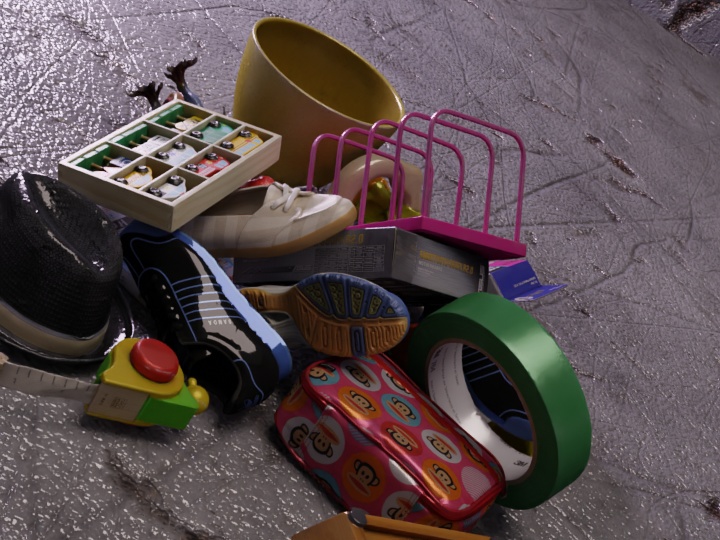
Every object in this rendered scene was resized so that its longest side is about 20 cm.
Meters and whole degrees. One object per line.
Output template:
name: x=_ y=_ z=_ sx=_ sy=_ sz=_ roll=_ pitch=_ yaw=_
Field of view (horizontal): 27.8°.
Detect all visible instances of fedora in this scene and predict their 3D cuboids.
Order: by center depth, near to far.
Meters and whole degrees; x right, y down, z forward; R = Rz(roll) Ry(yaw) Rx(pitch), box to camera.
fedora: x=-0.264 y=-0.015 z=1.236 sx=0.199 sy=0.092 sz=0.201 roll=28 pitch=27 yaw=-16

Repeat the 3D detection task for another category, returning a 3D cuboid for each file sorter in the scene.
file sorter: x=0.051 y=-0.079 z=1.446 sx=0.138 sy=0.199 sz=0.127 roll=14 pitch=78 yaw=-38

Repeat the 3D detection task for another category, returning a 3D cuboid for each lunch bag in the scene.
lunch bag: x=0.034 y=0.160 z=1.319 sx=0.200 sy=0.082 sz=0.176 roll=42 pitch=23 yaw=16

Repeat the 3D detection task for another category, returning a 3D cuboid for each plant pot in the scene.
plant pot: x=-0.068 y=-0.171 z=1.664 sx=0.199 sy=0.143 sz=0.201 roll=27 pitch=27 yaw=-15

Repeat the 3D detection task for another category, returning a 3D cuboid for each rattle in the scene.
rattle: x=-0.037 y=-0.082 z=1.623 sx=0.198 sy=0.131 sz=0.143 roll=-12 pitch=43 yaw=-31

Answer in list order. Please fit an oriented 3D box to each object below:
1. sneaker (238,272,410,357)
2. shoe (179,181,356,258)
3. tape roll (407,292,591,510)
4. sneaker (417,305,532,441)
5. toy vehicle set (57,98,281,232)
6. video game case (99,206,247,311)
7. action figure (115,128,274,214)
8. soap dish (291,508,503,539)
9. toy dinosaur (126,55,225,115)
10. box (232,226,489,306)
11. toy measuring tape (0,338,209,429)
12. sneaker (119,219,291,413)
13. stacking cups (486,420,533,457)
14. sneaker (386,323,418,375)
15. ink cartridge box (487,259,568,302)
sneaker: x=-0.037 y=0.038 z=1.342 sx=0.198 sy=0.076 sz=0.088 roll=1 pitch=3 yaw=28
shoe: x=-0.101 y=-0.048 z=1.346 sx=0.070 sy=0.198 sz=0.054 roll=-69 pitch=147 yaw=-59
tape roll: x=0.126 y=0.121 z=1.347 sx=0.048 sy=0.201 sz=0.201 roll=-27 pitch=62 yaw=-32
sneaker: x=0.131 y=0.079 z=1.431 sx=0.070 sy=0.078 sz=0.200 roll=-20 pitch=53 yaw=-37
toy vehicle set: x=-0.174 y=-0.102 z=1.355 sx=0.123 sy=0.027 sz=0.200 roll=20 pitch=30 yaw=18
video game case: x=-0.205 y=-0.024 z=1.405 sx=0.200 sy=0.018 sz=0.143 roll=41 pitch=26 yaw=11
action figure: x=-0.154 y=-0.067 z=1.440 sx=0.198 sy=0.099 sz=0.066 roll=17 pitch=57 yaw=9
soap dish: x=0.055 y=0.273 z=1.149 sx=0.198 sy=0.082 sz=0.158 roll=16 pitch=32 yaw=-32
toy dinosaur: x=-0.169 y=-0.130 z=1.549 sx=0.183 sy=0.104 sz=0.200 roll=65 pitch=11 yaw=5
box: x=0.000 y=0.000 z=1.409 sx=0.158 sy=0.198 sz=0.049 roll=17 pitch=75 yaw=-50
toy measuring tape: x=-0.210 y=0.081 z=1.172 sx=0.199 sy=0.074 sz=0.074 roll=17 pitch=31 yaw=-33
sneaker: x=-0.151 y=0.039 z=1.277 sx=0.200 sy=0.070 sz=0.078 roll=43 pitch=44 yaw=9
stacking cups: x=0.184 y=0.165 z=1.516 sx=0.060 sy=0.061 sz=0.200 roll=43 pitch=23 yaw=16
sneaker: x=0.092 y=0.065 z=1.539 sx=0.073 sy=0.077 sz=0.199 roll=44 pitch=29 yaw=14
ink cartridge box: x=0.112 y=0.014 z=1.553 sx=0.198 sy=0.038 sz=0.094 roll=0 pitch=9 yaw=31
